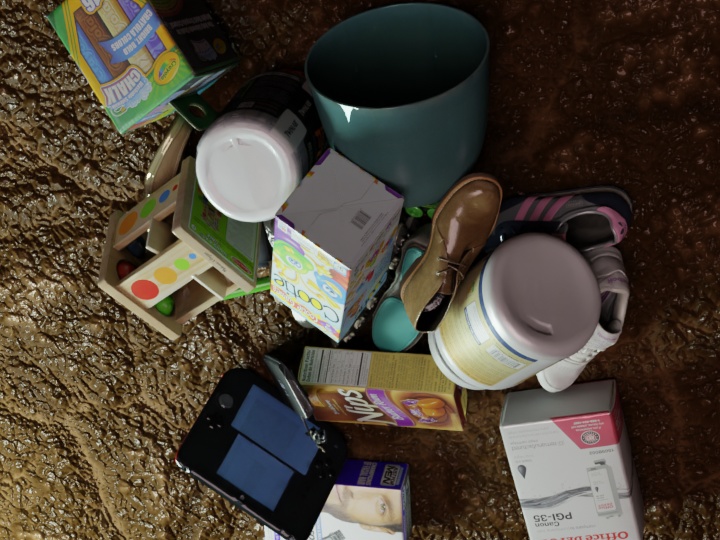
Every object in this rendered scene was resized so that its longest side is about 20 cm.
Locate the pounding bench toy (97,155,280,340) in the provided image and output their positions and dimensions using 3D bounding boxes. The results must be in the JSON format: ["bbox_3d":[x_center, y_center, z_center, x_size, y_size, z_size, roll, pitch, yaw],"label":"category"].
[{"bbox_3d":[-0.193,0.000,1.582,0.155,0.125,0.200,-32,126,27],"label":"pounding bench toy"}]

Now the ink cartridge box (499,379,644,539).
[{"bbox_3d":[0.269,0.249,1.667,0.144,0.083,0.203,-10,114,18],"label":"ink cartridge box"}]

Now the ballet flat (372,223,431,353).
[{"bbox_3d":[0.067,0.023,1.589,0.067,0.064,0.201,32,138,11],"label":"ballet flat"}]

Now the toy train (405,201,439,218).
[{"bbox_3d":[0.017,-0.098,1.545,0.197,0.042,0.057,10,150,25],"label":"toy train"}]

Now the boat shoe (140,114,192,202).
[{"bbox_3d":[-0.229,-0.102,1.622,0.064,0.072,0.201,22,130,-3],"label":"boat shoe"}]

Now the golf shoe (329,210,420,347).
[{"bbox_3d":[0.000,0.000,1.623,0.088,0.077,0.202,35,117,15],"label":"golf shoe"}]

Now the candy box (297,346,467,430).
[{"bbox_3d":[0.030,0.150,1.663,0.197,0.057,0.117,4,152,14],"label":"candy box"}]

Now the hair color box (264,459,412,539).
[{"bbox_3d":[-0.033,0.315,1.789,0.197,0.065,0.111,2,117,11],"label":"hair color box"}]

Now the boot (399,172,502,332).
[{"bbox_3d":[0.104,-0.015,1.454,0.073,0.076,0.201,15,125,-16],"label":"boot"}]

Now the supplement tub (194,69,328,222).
[{"bbox_3d":[-0.103,-0.148,1.486,0.120,0.201,0.124,6,119,10],"label":"supplement tub"}]

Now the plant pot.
[{"bbox_3d":[0.049,-0.169,1.449,0.197,0.202,0.162,1,132,13],"label":"plant pot"}]

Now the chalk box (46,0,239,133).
[{"bbox_3d":[-0.230,-0.241,1.492,0.123,0.125,0.202,-30,93,26],"label":"chalk box"}]

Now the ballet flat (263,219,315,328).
[{"bbox_3d":[-0.072,-0.026,1.633,0.067,0.046,0.203,2,116,32],"label":"ballet flat"}]

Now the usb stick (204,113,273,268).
[{"bbox_3d":[-0.147,-0.097,1.620,0.055,0.033,0.203,-4,116,15],"label":"usb stick"}]

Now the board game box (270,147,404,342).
[{"bbox_3d":[-0.030,-0.024,1.465,0.102,0.105,0.201,34,156,11],"label":"board game box"}]

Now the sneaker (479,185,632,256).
[{"bbox_3d":[0.213,-0.047,1.528,0.197,0.082,0.071,-14,115,20],"label":"sneaker"}]

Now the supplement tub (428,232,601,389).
[{"bbox_3d":[0.169,0.054,1.515,0.144,0.145,0.200,36,153,-6],"label":"supplement tub"}]

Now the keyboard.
[{"bbox_3d":[-0.078,0.161,1.649,0.020,0.200,0.128,-28,94,-9],"label":"keyboard"}]

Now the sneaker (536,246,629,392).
[{"bbox_3d":[0.259,0.072,1.565,0.074,0.100,0.202,9,122,-16],"label":"sneaker"}]

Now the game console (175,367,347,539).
[{"bbox_3d":[-0.122,0.234,1.705,0.199,0.178,0.031,34,133,-5],"label":"game console"}]
